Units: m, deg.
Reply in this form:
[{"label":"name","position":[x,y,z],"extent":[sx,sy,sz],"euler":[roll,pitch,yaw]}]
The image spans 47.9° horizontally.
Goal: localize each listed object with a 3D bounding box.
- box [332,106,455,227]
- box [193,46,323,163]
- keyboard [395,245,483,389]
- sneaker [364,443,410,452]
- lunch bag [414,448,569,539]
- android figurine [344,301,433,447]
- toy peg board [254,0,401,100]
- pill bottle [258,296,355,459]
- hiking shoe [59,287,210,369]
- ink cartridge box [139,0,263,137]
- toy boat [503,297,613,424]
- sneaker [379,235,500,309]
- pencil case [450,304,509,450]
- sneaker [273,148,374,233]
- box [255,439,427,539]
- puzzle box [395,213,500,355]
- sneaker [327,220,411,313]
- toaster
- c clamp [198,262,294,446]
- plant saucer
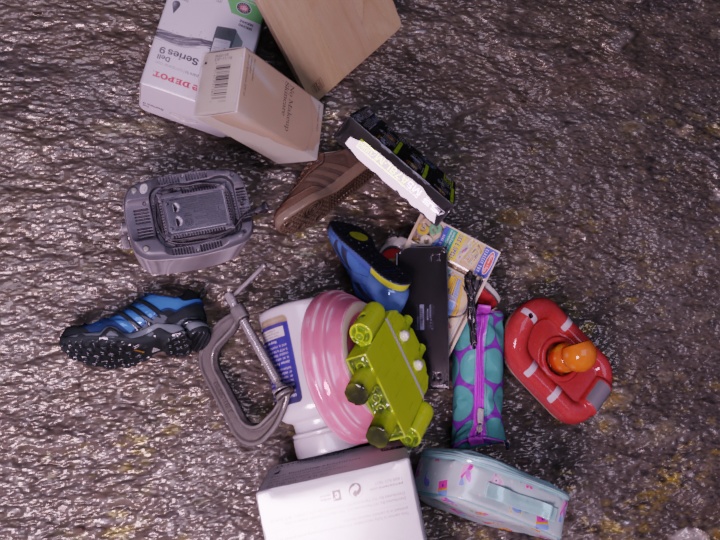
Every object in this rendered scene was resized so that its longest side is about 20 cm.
[{"label":"box","position":[0.056,-0.159,1.192],"extent":[0.193,0.200,0.048],"euler":[42,106,-5]},{"label":"box","position":[-0.138,-0.227,1.141],"extent":[0.076,0.199,0.097],"euler":[1,80,30]},{"label":"keyboard","position":[0.112,0.066,1.151],"extent":[0.124,0.021,0.205],"euler":[-1,87,9]},{"label":"sneaker","position":[0.052,0.244,1.148],"extent":[0.088,0.067,0.204],"euler":[-12,77,-13]},{"label":"lunch bag","position":[0.183,0.306,1.115],"extent":[0.197,0.160,0.078],"euler":[23,69,-18]},{"label":"android figurine","position":[0.041,0.130,1.039],"extent":[0.185,0.040,0.200],"euler":[65,29,-14]},{"label":"toy peg board","position":[-0.065,-0.405,1.234],"extent":[0.199,0.201,0.098],"euler":[-43,47,-11]},{"label":"pill bottle","position":[-0.065,0.148,1.111],"extent":[0.117,0.120,0.204],"euler":[-9,79,-18]},{"label":"hiking shoe","position":[-0.303,0.076,1.096],"extent":[0.196,0.075,0.088],"euler":[-4,53,-16]},{"label":"ink cartridge box","position":[-0.231,-0.321,1.199],"extent":[0.143,0.084,0.204],"euler":[16,73,-12]},{"label":"toy boat","position":[0.308,0.130,1.219],"extent":[0.200,0.131,0.131],"euler":[45,68,-2]},{"label":"sneaker","position":[0.114,0.022,1.229],"extent":[0.197,0.077,0.086],"euler":[24,82,1]},{"label":"pencil case","position":[0.174,0.160,1.193],"extent":[0.083,0.093,0.204],"euler":[1,74,2]},{"label":"sneaker","position":[-0.064,-0.130,1.220],"extent":[0.199,0.071,0.076],"euler":[-35,71,-26]},{"label":"box","position":[-0.014,0.343,1.031],"extent":[0.195,0.131,0.204],"euler":[-12,89,0]},{"label":"puzzle box","position":[0.103,0.034,1.177],"extent":[0.131,0.025,0.203],"euler":[26,92,7]},{"label":"sneaker","position":[0.000,0.000,1.168],"extent":[0.065,0.080,0.200],"euler":[-1,33,-35]},{"label":"toaster","position":[-0.229,-0.064,1.111],"extent":[0.196,0.129,0.116],"euler":[-13,81,-18]},{"label":"c clamp","position":[-0.149,0.121,1.078],"extent":[0.027,0.170,0.202],"euler":[5,52,-58]},{"label":"plant saucer","position":[-0.003,0.121,1.058],"extent":[0.200,0.050,0.204],"euler":[41,40,-46]}]
